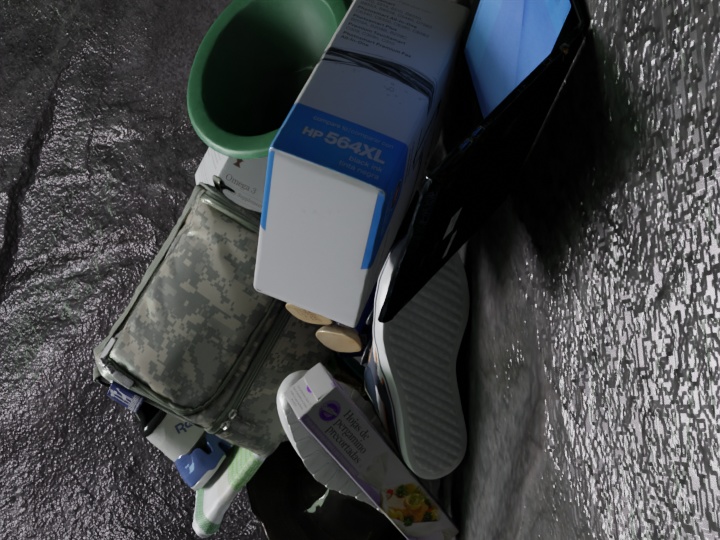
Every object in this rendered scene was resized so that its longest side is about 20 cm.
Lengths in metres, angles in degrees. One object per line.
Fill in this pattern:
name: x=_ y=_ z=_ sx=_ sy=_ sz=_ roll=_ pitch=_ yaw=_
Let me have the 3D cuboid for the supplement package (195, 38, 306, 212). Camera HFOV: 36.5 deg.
supplement package: x=-0.065 y=-0.139 z=1.068 sx=0.201 sy=0.116 sz=0.117 roll=-60 pitch=19 yaw=13

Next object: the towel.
towel: x=-0.089 y=0.145 z=1.039 sx=0.201 sy=0.031 sz=0.149 roll=-51 pitch=16 yaw=10

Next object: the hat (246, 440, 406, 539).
hat: x=-0.007 y=0.219 z=1.049 sx=0.081 sy=0.199 sz=0.202 roll=-48 pitch=35 yaw=29

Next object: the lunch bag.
lunch bag: x=-0.117 y=0.041 z=0.948 sx=0.201 sy=0.167 sz=0.139 roll=-58 pitch=24 yaw=1

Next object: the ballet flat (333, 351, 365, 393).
ballet flat: x=-0.047 y=0.096 z=1.148 sx=0.200 sy=0.065 sz=0.071 roll=50 pitch=-173 yaw=-26

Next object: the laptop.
laptop: x=0.053 y=-0.099 z=0.637 sx=0.103 sy=0.200 sz=0.178 roll=40 pitch=157 yaw=12

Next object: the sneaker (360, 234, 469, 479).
sneaker: x=0.039 y=0.059 z=0.861 sx=0.079 sy=0.078 sz=0.202 roll=-139 pitch=44 yaw=-62

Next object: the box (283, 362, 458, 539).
box: x=0.012 y=0.156 z=0.872 sx=0.200 sy=0.039 sz=0.041 roll=53 pitch=176 yaw=-31

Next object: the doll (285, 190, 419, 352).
doll: x=0.007 y=-0.040 z=0.902 sx=0.048 sy=0.136 sz=0.201 roll=-2 pitch=53 yaw=44

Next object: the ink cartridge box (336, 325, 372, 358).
ink cartridge box: x=0.000 y=0.000 z=1.094 sx=0.200 sy=0.075 sz=0.138 roll=-118 pitch=25 yaw=-72

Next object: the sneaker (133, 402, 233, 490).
sneaker: x=-0.162 y=0.104 z=1.069 sx=0.080 sy=0.115 sz=0.200 roll=-40 pitch=19 yaw=36

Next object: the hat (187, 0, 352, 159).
hat: x=-0.046 y=-0.134 z=0.987 sx=0.176 sy=0.164 sz=0.202 roll=39 pitch=-107 yaw=-56

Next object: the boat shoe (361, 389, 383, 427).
boat shoe: x=0.027 y=0.128 z=1.017 sx=0.201 sy=0.062 sz=0.074 roll=132 pitch=134 yaw=-77

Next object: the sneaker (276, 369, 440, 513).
sneaker: x=-0.015 y=0.148 z=0.939 sx=0.200 sy=0.076 sz=0.080 roll=49 pitch=169 yaw=-36

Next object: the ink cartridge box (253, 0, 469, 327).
ink cartridge box: x=0.002 y=-0.087 z=0.773 sx=0.147 sy=0.083 sz=0.201 roll=102 pitch=-169 yaw=-51
